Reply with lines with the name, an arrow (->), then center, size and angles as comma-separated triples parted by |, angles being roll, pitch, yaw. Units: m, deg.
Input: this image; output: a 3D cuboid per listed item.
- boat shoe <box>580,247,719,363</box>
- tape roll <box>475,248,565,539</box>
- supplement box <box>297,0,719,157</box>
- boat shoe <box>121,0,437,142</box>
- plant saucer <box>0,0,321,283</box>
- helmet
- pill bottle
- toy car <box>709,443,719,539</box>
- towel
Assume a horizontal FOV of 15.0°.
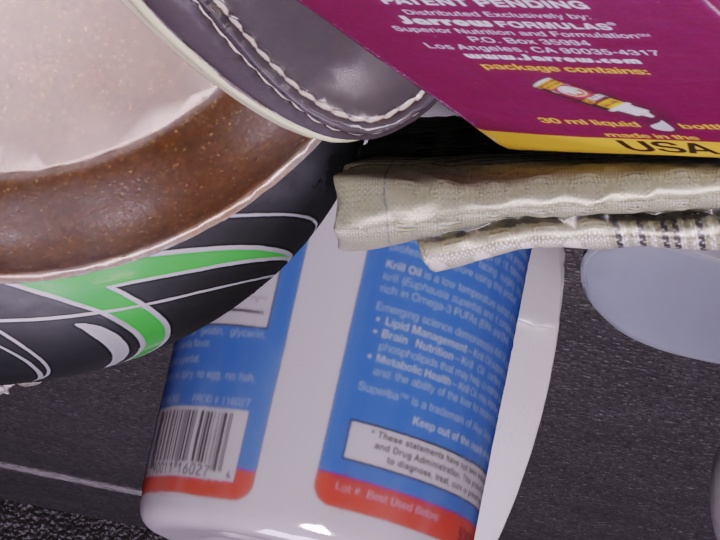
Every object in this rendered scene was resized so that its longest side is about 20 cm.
boat shoe -> 0.172, 0.006, 0.865 | 0.199, 0.068, 0.074 | 12, 141, 29
tape roll -> 0.012, 0.040, 1.089 | 0.071, 0.203, 0.202 | 16, 168, -14
supplement box -> 0.036, -0.111, 0.532 | 0.103, 0.131, 0.200 | 4, 165, 33
boat shoe -> -0.038, -0.106, 0.574 | 0.200, 0.072, 0.065 | 59, 175, -22
plant saucer -> -0.081, -0.097, 0.620 | 0.200, 0.201, 0.034 | 16, -167, -16
helmet -> -0.094, -0.063, 0.746 | 0.199, 0.201, 0.191 | 11, 166, 5
pill bottle -> 0.000, 0.000, 0.911 | 0.112, 0.201, 0.112 | 12, 168, 3
toy car -> 0.182, 0.054, 0.979 | 0.184, 0.201, 0.177 | 13, 168, -4
towel -> 0.092, -0.020, 0.688 | 0.199, 0.035, 0.193 | -1, -172, 4
